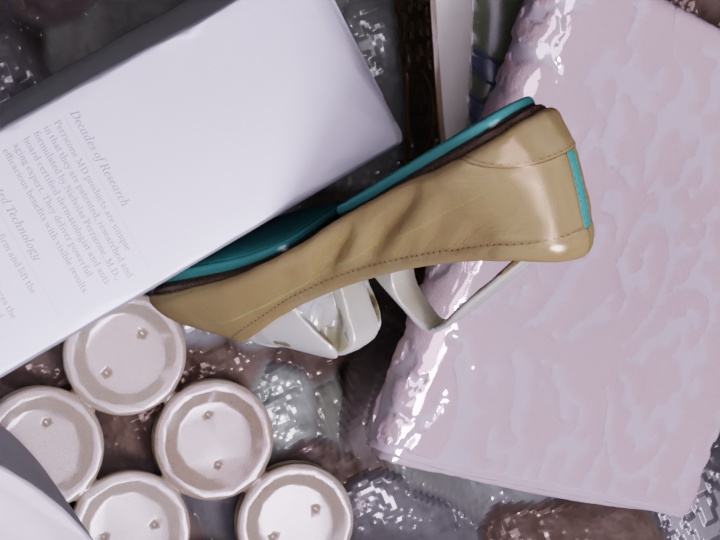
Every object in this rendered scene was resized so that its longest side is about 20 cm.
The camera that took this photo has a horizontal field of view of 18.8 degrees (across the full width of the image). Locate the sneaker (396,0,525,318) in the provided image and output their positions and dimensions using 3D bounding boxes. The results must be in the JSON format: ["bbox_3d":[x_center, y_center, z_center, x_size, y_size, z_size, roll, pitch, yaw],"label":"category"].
[{"bbox_3d":[0.065,-0.055,0.875,0.090,0.067,0.201,-4,97,-15],"label":"sneaker"}]

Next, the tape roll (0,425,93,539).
[{"bbox_3d":[-0.184,0.143,0.771,0.202,0.139,0.203,-1,96,-15],"label":"tape roll"}]

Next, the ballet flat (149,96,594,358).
[{"bbox_3d":[0.000,0.000,0.785,0.069,0.200,0.063,-31,96,-47],"label":"ballet flat"}]

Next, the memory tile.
[{"bbox_3d":[-0.110,0.122,0.871,0.153,0.017,0.200,45,83,-15],"label":"memory tile"}]

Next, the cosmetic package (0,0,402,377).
[{"bbox_3d":[-0.096,-0.036,0.810,0.200,0.113,0.081,-33,103,-12],"label":"cosmetic package"}]

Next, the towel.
[{"bbox_3d":[0.100,-0.007,0.867,0.191,0.032,0.200,16,94,-45],"label":"towel"}]
